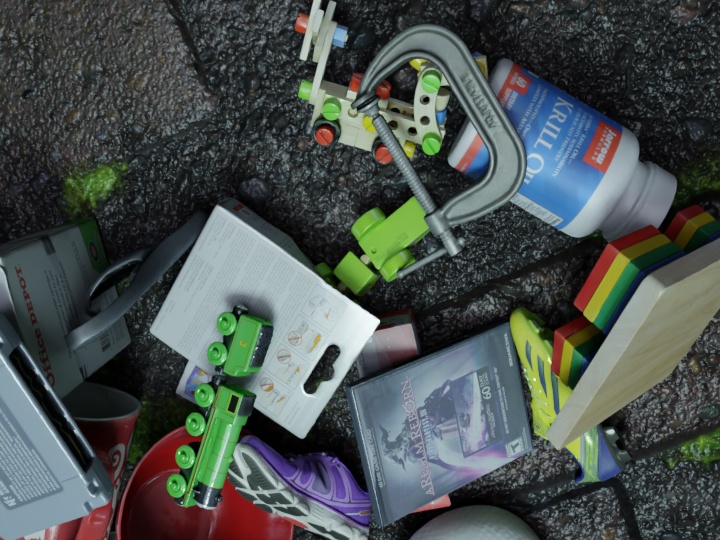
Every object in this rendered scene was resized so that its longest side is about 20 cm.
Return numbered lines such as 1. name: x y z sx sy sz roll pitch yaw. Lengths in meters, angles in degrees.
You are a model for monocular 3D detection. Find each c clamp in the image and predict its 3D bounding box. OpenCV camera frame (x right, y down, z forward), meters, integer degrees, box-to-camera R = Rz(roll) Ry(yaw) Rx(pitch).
1. c clamp: 0.057 -0.106 0.733 0.168 0.027 0.203 -22 102 31

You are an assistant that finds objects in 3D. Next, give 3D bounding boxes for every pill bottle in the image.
1. pill bottle: 0.191 -0.103 0.771 0.197 0.112 0.114 28 104 -1

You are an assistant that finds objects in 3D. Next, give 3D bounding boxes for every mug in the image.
1. mug: -0.311 0.234 0.836 0.130 0.178 0.205 12 95 -8

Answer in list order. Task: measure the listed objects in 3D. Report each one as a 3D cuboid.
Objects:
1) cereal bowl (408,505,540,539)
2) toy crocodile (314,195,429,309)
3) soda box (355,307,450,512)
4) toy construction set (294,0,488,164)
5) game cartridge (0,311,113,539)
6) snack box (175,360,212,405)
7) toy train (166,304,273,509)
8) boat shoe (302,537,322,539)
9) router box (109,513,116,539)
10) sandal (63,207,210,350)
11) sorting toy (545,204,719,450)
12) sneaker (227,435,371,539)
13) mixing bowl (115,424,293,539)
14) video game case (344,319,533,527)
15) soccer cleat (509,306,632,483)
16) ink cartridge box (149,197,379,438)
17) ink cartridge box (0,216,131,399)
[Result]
1. cereal bowl: 0.125 0.358 0.859 0.195 0.083 0.206 -2 98 -15
2. toy crocodile: 0.000 0.000 0.842 0.200 0.062 0.068 -44 79 8
3. soda box: 0.044 0.149 0.865 0.068 0.063 0.205 -11 101 6
4. toy construction set: 0.016 -0.178 0.783 0.197 0.092 0.133 26 129 8
5. game cartridge: -0.319 0.141 0.714 0.131 0.041 0.203 -21 111 11
6. snack box: -0.131 0.060 0.884 0.071 0.024 0.203 25 103 1
7. toy train: -0.134 0.135 0.791 0.055 0.042 0.205 17 91 22
8. boat shoe: 0.005 0.357 0.897 0.062 0.074 0.202 -32 110 12
9. router box: -0.358 0.367 0.959 0.195 0.051 0.153 -3 100 6
10. sandal: -0.225 0.003 0.813 0.043 0.201 0.076 45 143 -10
11. sorting toy: 0.253 0.041 0.746 0.070 0.197 0.201 45 136 29
12. sneaker: -0.061 0.220 0.863 0.080 0.085 0.199 -11 140 42
13. mixing bowl: -0.181 0.267 0.867 0.107 0.199 0.203 -19 103 50
14. video game case: 0.086 0.150 0.828 0.197 0.019 0.146 -19 102 -27
15. soccer cleat: 0.202 0.134 0.846 0.083 0.065 0.202 -32 95 25
16. ink cartridge box: -0.096 0.048 0.835 0.198 0.050 0.164 34 109 -1
17. ink cartridge box: -0.319 0.041 0.810 0.082 0.200 0.150 -11 101 9
